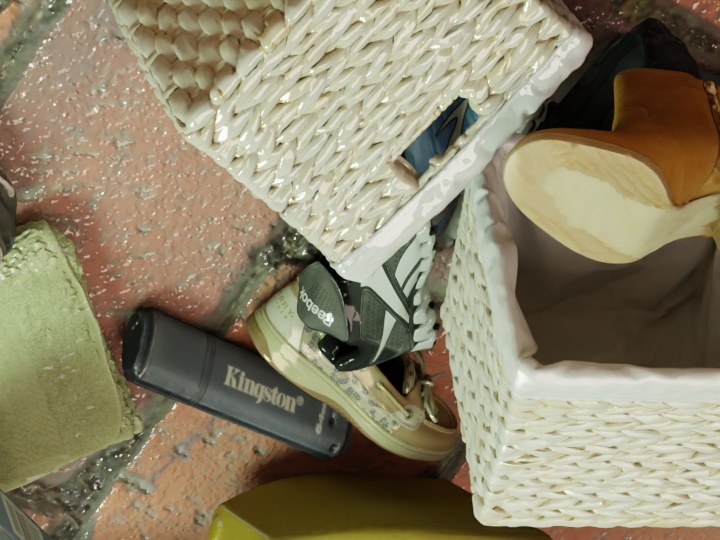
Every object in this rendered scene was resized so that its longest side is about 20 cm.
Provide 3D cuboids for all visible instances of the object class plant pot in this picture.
[{"bbox_3d":[-0.010,0.247,1.531,0.199,0.194,0.197,12,93,-25],"label":"plant pot"}]

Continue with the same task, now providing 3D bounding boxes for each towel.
[{"bbox_3d":[-0.233,0.065,1.410,0.148,0.037,0.201,-23,133,-8],"label":"towel"}]

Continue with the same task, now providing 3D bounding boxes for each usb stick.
[{"bbox_3d":[-0.082,0.079,1.487,0.032,0.056,0.199,-17,148,42],"label":"usb stick"}]

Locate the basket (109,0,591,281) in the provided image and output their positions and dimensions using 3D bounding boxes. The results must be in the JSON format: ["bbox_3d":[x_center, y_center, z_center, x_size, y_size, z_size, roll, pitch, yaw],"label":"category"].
[{"bbox_3d":[-0.013,-0.145,1.247,0.198,0.200,0.161,-45,126,10],"label":"basket"}]

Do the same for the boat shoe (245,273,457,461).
[{"bbox_3d":[0.008,0.070,1.510,0.063,0.073,0.200,-45,131,14],"label":"boat shoe"}]

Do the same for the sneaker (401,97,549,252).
[{"bbox_3d":[0.055,-0.103,1.400,0.089,0.078,0.201,16,114,-28],"label":"sneaker"}]

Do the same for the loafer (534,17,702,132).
[{"bbox_3d":[0.141,-0.076,1.396,0.068,0.071,0.201,20,126,-33],"label":"loafer"}]

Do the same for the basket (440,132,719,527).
[{"bbox_3d":[0.161,0.037,1.323,0.199,0.199,0.161,0,138,-9],"label":"basket"}]

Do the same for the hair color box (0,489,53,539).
[{"bbox_3d":[-0.286,0.216,1.335,0.199,0.061,0.099,-35,133,2],"label":"hair color box"}]

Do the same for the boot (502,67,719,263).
[{"bbox_3d":[0.158,-0.070,1.251,0.200,0.144,0.071,17,126,-24],"label":"boot"}]

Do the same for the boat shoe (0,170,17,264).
[{"bbox_3d":[-0.269,-0.078,1.279,0.066,0.057,0.200,-9,135,28],"label":"boat shoe"}]

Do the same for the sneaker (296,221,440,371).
[{"bbox_3d":[0.000,0.000,1.386,0.090,0.067,0.201,-28,144,-16],"label":"sneaker"}]

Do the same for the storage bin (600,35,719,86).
[{"bbox_3d":[0.195,-0.051,1.477,0.134,0.146,0.201,23,113,-26],"label":"storage bin"}]
